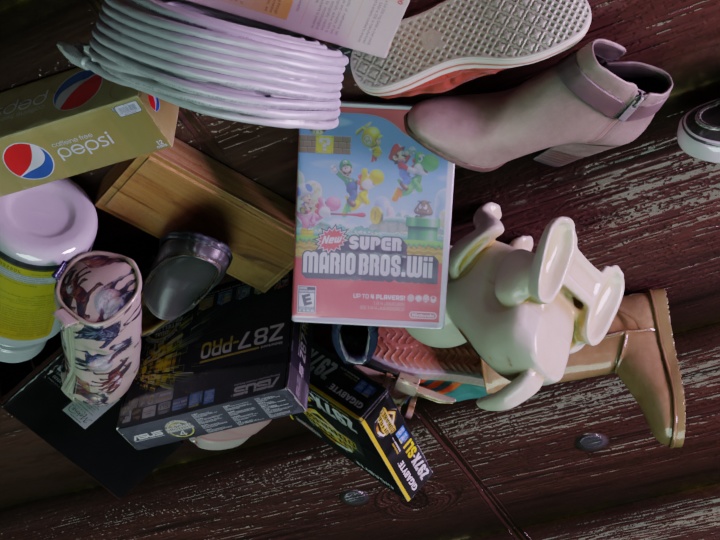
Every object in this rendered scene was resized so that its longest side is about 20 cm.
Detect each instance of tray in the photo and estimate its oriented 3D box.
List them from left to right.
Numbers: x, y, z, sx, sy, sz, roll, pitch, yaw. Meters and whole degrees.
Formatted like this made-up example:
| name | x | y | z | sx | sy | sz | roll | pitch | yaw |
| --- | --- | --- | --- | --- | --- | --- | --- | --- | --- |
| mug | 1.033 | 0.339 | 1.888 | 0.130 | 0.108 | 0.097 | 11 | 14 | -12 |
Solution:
| name | x | y | z | sx | sy | sz | roll | pitch | yaw |
| --- | --- | --- | --- | --- | --- | --- | --- | --- | --- |
| tray | -0.145 | -0.055 | 1.155 | 0.199 | 0.037 | 0.098 | 28 | 133 | -28 |

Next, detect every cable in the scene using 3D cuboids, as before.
| name | x | y | z | sx | sy | sz | roll | pitch | yaw |
| --- | --- | --- | --- | --- | --- | --- | --- | --- | --- |
| cable | -0.107 | -0.164 | 0.918 | 0.199 | 0.199 | 0.070 | 3 | 108 | -44 |

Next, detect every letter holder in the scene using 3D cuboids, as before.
| name | x | y | z | sx | sy | sz | roll | pitch | yaw |
| --- | --- | --- | --- | --- | --- | --- | --- | --- | --- |
| letter holder | -0.314 | 0.136 | 1.351 | 0.100 | 0.142 | 0.200 | -40 | 128 | -1 |

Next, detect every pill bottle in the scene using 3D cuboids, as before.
| name | x | y | z | sx | sy | sz | roll | pitch | yaw |
| --- | --- | --- | --- | --- | --- | --- | --- | --- | --- |
| pill bottle | -0.330 | 0.003 | 1.171 | 0.111 | 0.113 | 0.201 | 15 | 137 | -15 |

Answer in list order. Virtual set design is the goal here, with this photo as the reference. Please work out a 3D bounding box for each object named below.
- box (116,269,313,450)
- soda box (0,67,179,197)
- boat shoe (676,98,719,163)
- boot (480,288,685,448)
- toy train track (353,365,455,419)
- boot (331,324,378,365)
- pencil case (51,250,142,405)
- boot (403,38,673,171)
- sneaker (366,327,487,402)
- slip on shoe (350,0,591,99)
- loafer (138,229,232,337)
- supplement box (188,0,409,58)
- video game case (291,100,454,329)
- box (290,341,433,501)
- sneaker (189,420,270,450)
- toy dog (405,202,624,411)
| name | x | y | z | sx | sy | sz | roll | pitch | yaw |
| --- | --- | --- | --- | --- | --- | --- | --- | --- | --- |
| box | -0.145 | 0.089 | 1.227 | 0.198 | 0.162 | 0.049 | -15 | 137 | 20 |
| soda box | -0.262 | -0.128 | 1.050 | 0.198 | 0.068 | 0.064 | -13 | 138 | 17 |
| boat shoe | 0.367 | -0.144 | 1.008 | 0.198 | 0.071 | 0.064 | -11 | 139 | 3 |
| boot | 0.225 | 0.107 | 1.232 | 0.198 | 0.177 | 0.066 | -7 | 155 | 6 |
| toy train track | 0.040 | 0.144 | 1.310 | 0.114 | 0.033 | 0.200 | 19 | 167 | 1 |
| boot | 0.000 | 0.000 | 1.167 | 0.072 | 0.091 | 0.201 | -1 | 137 | 4 |
| pencil case | -0.256 | 0.061 | 1.151 | 0.089 | 0.078 | 0.201 | -29 | 160 | -25 |
| boot | 0.155 | -0.143 | 0.999 | 0.198 | 0.071 | 0.146 | 4 | 155 | -29 |
| sneaker | 0.077 | 0.106 | 1.306 | 0.198 | 0.072 | 0.080 | 14 | 144 | -5 |
| slip on shoe | 0.090 | -0.187 | 0.977 | 0.198 | 0.075 | 0.061 | -16 | 170 | 12 |
| loafer | -0.178 | 0.016 | 1.162 | 0.072 | 0.073 | 0.200 | 24 | 156 | -15 |
| supplement box | -0.051 | -0.253 | 0.891 | 0.198 | 0.074 | 0.126 | 14 | 138 | -14 |
| video game case | 0.012 | -0.049 | 1.076 | 0.141 | 0.017 | 0.202 | 3 | 101 | 0 |
| box | -0.026 | 0.146 | 1.284 | 0.199 | 0.049 | 0.160 | 29 | 155 | 40 |
| sneaker | -0.198 | 0.151 | 1.365 | 0.199 | 0.076 | 0.105 | 21 | 131 | -27 |
| toy dog | 0.125 | 0.036 | 1.147 | 0.199 | 0.196 | 0.139 | 10 | 169 | 46 |
